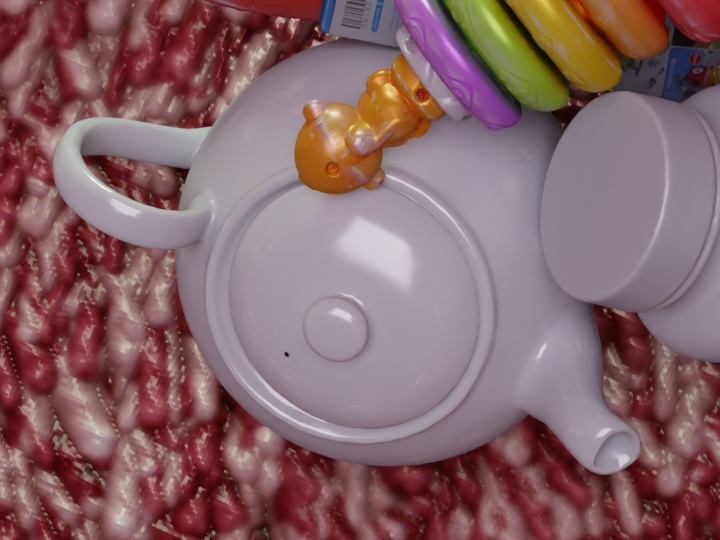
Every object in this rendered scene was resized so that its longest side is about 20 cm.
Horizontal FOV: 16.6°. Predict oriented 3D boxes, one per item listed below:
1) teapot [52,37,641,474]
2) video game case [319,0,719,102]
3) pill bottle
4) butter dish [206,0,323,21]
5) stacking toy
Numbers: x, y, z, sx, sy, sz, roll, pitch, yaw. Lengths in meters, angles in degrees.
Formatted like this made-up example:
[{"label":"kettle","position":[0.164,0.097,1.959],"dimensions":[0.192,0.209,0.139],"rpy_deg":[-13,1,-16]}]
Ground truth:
[{"label":"teapot","position":[0.000,0.000,1.026],"dimensions":[0.199,0.146,0.199],"rpy_deg":[-18,102,20]},{"label":"video game case","position":[0.095,-0.145,0.995],"dimensions":[0.198,0.018,0.144],"rpy_deg":[10,115,-8]},{"label":"pill bottle","position":[0.175,-0.013,0.992],"dimensions":[0.199,0.111,0.112],"rpy_deg":[10,91,-30]},{"label":"butter dish","position":[0.026,-0.214,1.049],"dimensions":[0.198,0.148,0.201],"rpy_deg":[6,116,-6]},{"label":"stacking toy","position":[0.056,-0.094,0.942],"dimensions":[0.200,0.110,0.116],"rpy_deg":[-37,115,11]}]
